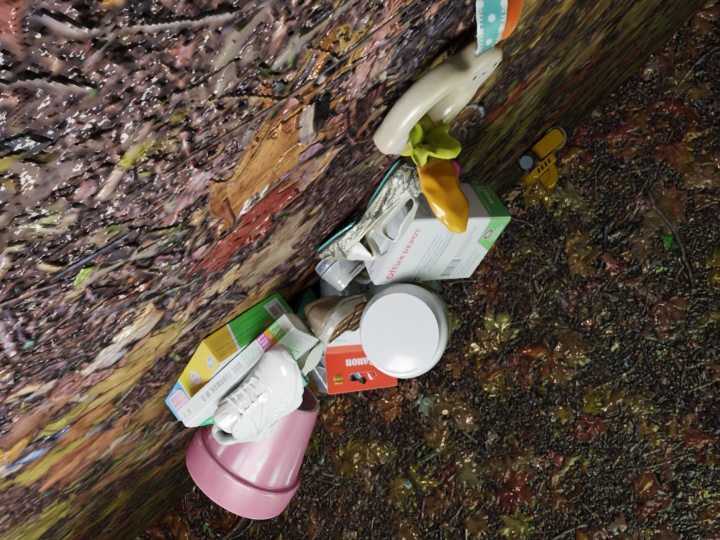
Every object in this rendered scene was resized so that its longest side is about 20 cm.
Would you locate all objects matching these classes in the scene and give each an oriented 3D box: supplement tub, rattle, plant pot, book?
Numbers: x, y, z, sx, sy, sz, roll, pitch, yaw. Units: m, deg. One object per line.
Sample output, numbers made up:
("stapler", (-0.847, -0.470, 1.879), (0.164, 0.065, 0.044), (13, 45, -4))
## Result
("supplement tub", (0.075, 0.094, 1.019), (0.144, 0.145, 0.200), (-42, 173, 8))
("rattle", (0.117, -0.157, 0.615), (0.199, 0.145, 0.129), (-38, 156, 26))
("plant pot", (-0.164, 0.269, 1.031), (0.182, 0.198, 0.200), (-59, 169, 10))
("book", (-0.161, 0.144, 0.904), (0.199, 0.048, 0.134), (-42, 167, 0))

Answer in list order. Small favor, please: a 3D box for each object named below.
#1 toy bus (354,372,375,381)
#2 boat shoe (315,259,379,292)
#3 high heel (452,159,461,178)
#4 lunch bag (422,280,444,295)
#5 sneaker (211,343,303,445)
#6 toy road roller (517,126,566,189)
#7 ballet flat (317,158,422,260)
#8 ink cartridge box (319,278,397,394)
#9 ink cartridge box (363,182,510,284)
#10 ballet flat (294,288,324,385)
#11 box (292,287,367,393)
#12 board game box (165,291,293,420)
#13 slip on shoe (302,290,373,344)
("toy bus", (-0.007, 0.125, 1.287), (0.199, 0.194, 0.135), (-37, 179, -42))
("boat shoe", (0.003, -0.003, 1.062), (0.075, 0.087, 0.201), (-44, 172, 23))
("high heel", (0.080, -0.104, 1.010), (0.199, 0.068, 0.096), (-36, 179, 38))
("lunch bag", (0.106, 0.024, 1.438), (0.123, 0.171, 0.199), (-40, 174, 20))
("sneaker", (-0.144, 0.180, 0.834), (0.098, 0.078, 0.202), (-12, 143, -42))
("toy road roller", (0.625, -0.362, 2.072), (0.200, 0.147, 0.123), (-44, 173, 15))
("ballet flat", (0.021, -0.062, 0.863), (0.200, 0.076, 0.068), (-45, 173, 23))
("ink cartridge box", (0.008, 0.114, 1.133), (0.157, 0.206, 0.047), (0, 172, -32))
("ink cartridge box", (0.113, -0.059, 0.977), (0.196, 0.085, 0.147), (-4, 142, -31))
("ballet flat", (-0.084, 0.114, 1.032), (0.069, 0.068, 0.203), (-4, -136, 22))
("box", (-0.037, 0.103, 1.165), (0.199, 0.161, 0.048), (-37, -169, -29))
("board game box", (-0.200, 0.131, 0.936), (0.152, 0.040, 0.200), (-35, 170, -46))
("slip on shoe", (-0.032, 0.066, 1.017), (0.077, 0.060, 0.199), (-62, 166, 20))
